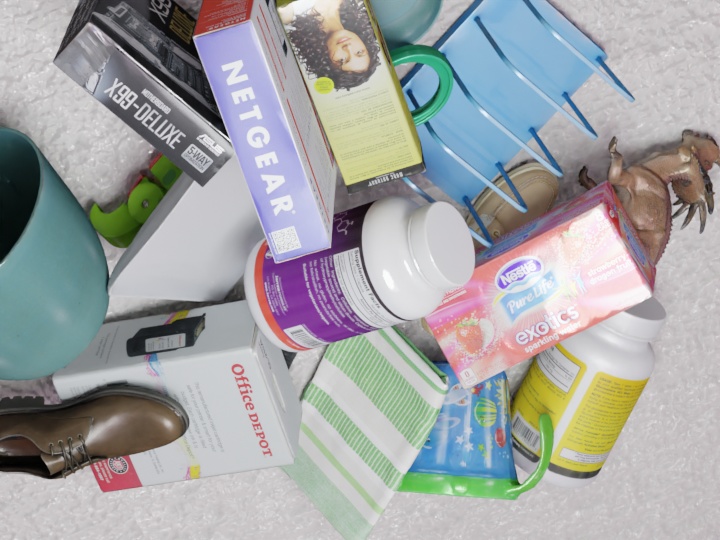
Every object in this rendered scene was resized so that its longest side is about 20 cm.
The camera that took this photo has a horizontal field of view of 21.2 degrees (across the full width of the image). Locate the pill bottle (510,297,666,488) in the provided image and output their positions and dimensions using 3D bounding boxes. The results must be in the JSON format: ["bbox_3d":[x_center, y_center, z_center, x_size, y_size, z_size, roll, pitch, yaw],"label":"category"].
[{"bbox_3d":[0.227,0.110,1.936,0.112,0.113,0.201,15,115,-23],"label":"pill bottle"}]

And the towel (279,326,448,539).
[{"bbox_3d":[-0.003,0.147,1.881,0.023,0.153,0.200,4,123,-51],"label":"towel"}]

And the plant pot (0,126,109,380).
[{"bbox_3d":[-0.314,0.002,1.684,0.200,0.201,0.161,-34,134,6],"label":"plant pot"}]

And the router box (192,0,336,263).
[{"bbox_3d":[-0.073,-0.135,1.559,0.049,0.180,0.201,-16,113,8],"label":"router box"}]

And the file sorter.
[{"bbox_3d":[0.128,-0.142,1.756,0.139,0.123,0.200,36,106,-29],"label":"file sorter"}]

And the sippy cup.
[{"bbox_3d":[0.094,0.158,1.909,0.177,0.140,0.131,6,85,-10],"label":"sippy cup"}]

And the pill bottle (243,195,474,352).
[{"bbox_3d":[0.000,0.000,1.732,0.199,0.113,0.113,-17,129,34],"label":"pill bottle"}]

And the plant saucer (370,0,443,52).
[{"bbox_3d":[-0.027,-0.250,1.627,0.199,0.028,0.200,6,146,4],"label":"plant saucer"}]

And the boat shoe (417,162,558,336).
[{"bbox_3d":[0.127,-0.013,1.862,0.074,0.069,0.200,30,108,-28],"label":"boat shoe"}]

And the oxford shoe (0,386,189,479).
[{"bbox_3d":[-0.253,0.158,1.753,0.199,0.085,0.073,-9,123,12],"label":"oxford shoe"}]

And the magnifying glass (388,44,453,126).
[{"bbox_3d":[-0.001,-0.127,1.708,0.200,0.022,0.080,-41,132,19],"label":"magnifying glass"}]

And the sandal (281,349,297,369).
[{"bbox_3d":[-0.102,0.087,1.878,0.075,0.048,0.201,1,133,-12],"label":"sandal"}]

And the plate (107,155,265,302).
[{"bbox_3d":[-0.126,-0.056,1.739,0.200,0.032,0.200,-50,159,16],"label":"plate"}]

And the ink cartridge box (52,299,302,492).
[{"bbox_3d":[-0.168,0.119,1.818,0.199,0.083,0.146,-9,124,12],"label":"ink cartridge box"}]

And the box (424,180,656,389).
[{"bbox_3d":[0.162,0.012,1.775,0.199,0.095,0.103,-27,98,17],"label":"box"}]

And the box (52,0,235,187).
[{"bbox_3d":[-0.168,-0.170,1.595,0.158,0.200,0.050,40,109,-16],"label":"box"}]

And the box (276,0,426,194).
[{"bbox_3d":[-0.007,-0.163,1.630,0.075,0.050,0.200,-17,128,8],"label":"box"}]

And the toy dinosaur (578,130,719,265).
[{"bbox_3d":[0.272,-0.048,1.850,0.135,0.086,0.201,21,96,-9],"label":"toy dinosaur"}]

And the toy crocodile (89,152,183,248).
[{"bbox_3d":[-0.160,-0.092,1.747,0.200,0.062,0.067,-44,160,10],"label":"toy crocodile"}]
